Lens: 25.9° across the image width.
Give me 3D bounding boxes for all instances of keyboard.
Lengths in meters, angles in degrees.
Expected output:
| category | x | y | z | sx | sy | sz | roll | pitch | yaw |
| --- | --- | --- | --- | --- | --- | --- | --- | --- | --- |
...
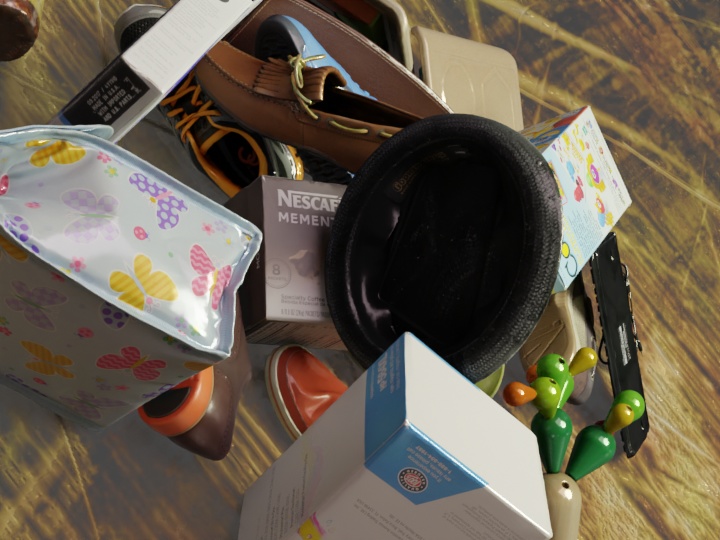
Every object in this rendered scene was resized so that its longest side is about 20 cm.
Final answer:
| category | x | y | z | sx | sy | sz | roll | pitch | yaw |
| --- | --- | --- | --- | --- | --- | --- | --- | --- | --- |
| keyboard | 0.230 | 0.067 | 1.454 | 0.104 | 0.040 | 0.201 | -27 | 109 | -63 |

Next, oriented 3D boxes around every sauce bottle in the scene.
| category | x | y | z | sx | sy | sz | roll | pitch | yaw |
| --- | --- | --- | --- | --- | --- | --- | --- | --- | --- |
| sauce bottle | -0.272 | -0.249 | 1.214 | 0.066 | 0.066 | 0.200 | 26 | 41 | -30 |

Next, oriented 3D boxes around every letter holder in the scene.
| category | x | y | z | sx | sy | sz | roll | pitch | yaw |
| --- | --- | --- | --- | --- | --- | --- | --- | --- | --- |
| letter holder | -0.027 | -0.172 | 1.339 | 0.200 | 0.142 | 0.101 | 33 | 39 | -23 |

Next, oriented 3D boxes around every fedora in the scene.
| category | x | y | z | sx | sy | sz | roll | pitch | yaw |
| --- | --- | --- | --- | --- | --- | --- | --- | --- | --- |
| fedora | 0.072 | -0.009 | 1.129 | 0.092 | 0.200 | 0.201 | 12 | 49 | -60 |

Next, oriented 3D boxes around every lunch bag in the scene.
| category | x | y | z | sx | sy | sz | roll | pitch | yaw |
| --- | --- | --- | --- | --- | --- | --- | --- | --- | --- |
| lunch bag | -0.191 | -0.006 | 0.983 | 0.200 | 0.169 | 0.127 | 29 | 53 | -25 |

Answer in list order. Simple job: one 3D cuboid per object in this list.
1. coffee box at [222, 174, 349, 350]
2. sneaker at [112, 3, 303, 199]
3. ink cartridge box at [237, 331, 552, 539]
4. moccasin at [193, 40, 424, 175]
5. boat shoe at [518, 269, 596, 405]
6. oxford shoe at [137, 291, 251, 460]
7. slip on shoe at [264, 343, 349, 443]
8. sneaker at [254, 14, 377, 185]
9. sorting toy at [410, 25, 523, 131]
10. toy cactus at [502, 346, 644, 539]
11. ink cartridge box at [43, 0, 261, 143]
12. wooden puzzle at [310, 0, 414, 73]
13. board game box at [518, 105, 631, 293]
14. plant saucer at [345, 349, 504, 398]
| category | x | y | z | sx | sy | sz | roll | pitch | yaw |
| --- | --- | --- | --- | --- | --- | --- | --- | --- | --- |
| coffee box | 0.000 | 0.000 | 1.207 | 0.200 | 0.080 | 0.113 | 6 | 72 | -25 |
| sneaker | -0.123 | -0.129 | 1.243 | 0.200 | 0.078 | 0.077 | 47 | 21 | -5 |
| ink cartridge box | 0.010 | 0.169 | 1.050 | 0.128 | 0.200 | 0.125 | 39 | 21 | -16 |
| moccasin | -0.033 | -0.128 | 1.185 | 0.201 | 0.078 | 0.074 | 29 | 33 | 13 |
| boat shoe | 0.179 | 0.044 | 1.440 | 0.065 | 0.072 | 0.200 | 54 | 21 | -33 |
| oxford shoe | -0.115 | 0.047 | 1.132 | 0.073 | 0.071 | 0.200 | 49 | 34 | -40 |
| slip on shoe | 0.006 | 0.130 | 1.180 | 0.200 | 0.061 | 0.074 | 49 | 38 | 0 |
| sneaker | -0.017 | -0.127 | 1.282 | 0.078 | 0.066 | 0.200 | -43 | 113 | -33 |
| sorting toy | 0.106 | -0.124 | 1.483 | 0.185 | 0.036 | 0.201 | 0 | 78 | -58 |
| toy cactus | 0.148 | 0.151 | 1.284 | 0.200 | 0.102 | 0.166 | -6 | 94 | -41 |
| ink cartridge box | -0.166 | -0.123 | 1.101 | 0.043 | 0.198 | 0.200 | 47 | 35 | -9 |
| wooden puzzle | -0.034 | -0.246 | 1.389 | 0.200 | 0.037 | 0.185 | 40 | -2 | 7 |
| board game box | 0.149 | -0.054 | 1.386 | 0.105 | 0.103 | 0.200 | 64 | 33 | -12 |
| plant saucer | 0.038 | 0.037 | 1.320 | 0.200 | 0.031 | 0.200 | 28 | 41 | -27 |
